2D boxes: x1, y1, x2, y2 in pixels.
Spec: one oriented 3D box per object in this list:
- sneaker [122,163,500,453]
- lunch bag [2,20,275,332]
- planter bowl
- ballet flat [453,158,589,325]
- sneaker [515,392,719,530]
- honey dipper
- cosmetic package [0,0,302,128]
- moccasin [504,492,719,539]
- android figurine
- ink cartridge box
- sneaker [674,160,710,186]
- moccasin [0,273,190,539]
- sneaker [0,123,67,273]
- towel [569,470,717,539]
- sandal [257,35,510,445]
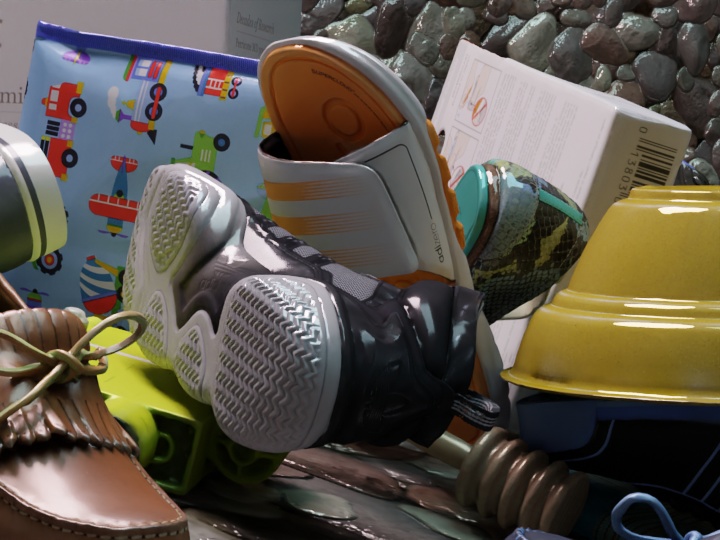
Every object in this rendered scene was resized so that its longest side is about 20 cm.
[{"bbox_3d":[-0.020,0.020,0.919,0.113,0.076,0.200,10,18,-28],"label":"sneaker"},{"bbox_3d":[-0.067,-0.026,1.087,0.199,0.151,0.094,13,5,34],"label":"lunch bag"},{"bbox_3d":[0.159,0.006,0.971,0.199,0.084,0.200,0,3,0],"label":"planter bowl"},{"bbox_3d":[0.042,0.020,1.067,0.074,0.075,0.200,12,-31,-22],"label":"ballet flat"},{"bbox_3d":[0.163,0.087,0.966,0.199,0.078,0.070,1,5,16],"label":"sneaker"},{"bbox_3d":[0.006,0.058,0.991,0.199,0.038,0.038,28,11,22],"label":"honey dipper"},{"bbox_3d":[-0.134,-0.110,1.351,0.166,0.201,0.166,3,2,13],"label":"cosmetic package"},{"bbox_3d":[0.125,0.118,0.762,0.080,0.069,0.200,9,9,-44],"label":"moccasin"},{"bbox_3d":[-0.112,0.048,0.945,0.181,0.041,0.200,16,8,7],"label":"android figurine"},{"bbox_3d":[0.078,-0.020,1.151,0.047,0.161,0.200,15,9,-22],"label":"ink cartridge box"},{"bbox_3d":[0.107,-0.016,1.210,0.078,0.076,0.199,3,-17,-45],"label":"sneaker"},{"bbox_3d":[-0.116,0.039,0.768,0.073,0.078,0.201,7,23,-33],"label":"moccasin"},{"bbox_3d":[-0.206,-0.037,1.047,0.079,0.079,0.200,-23,17,-23],"label":"sneaker"},{"bbox_3d":[0.159,0.123,1.015,0.199,0.022,0.146,22,10,33],"label":"towel"},{"bbox_3d":[0.006,0.000,0.982,0.079,0.208,0.059,-8,23,42],"label":"sandal"}]
